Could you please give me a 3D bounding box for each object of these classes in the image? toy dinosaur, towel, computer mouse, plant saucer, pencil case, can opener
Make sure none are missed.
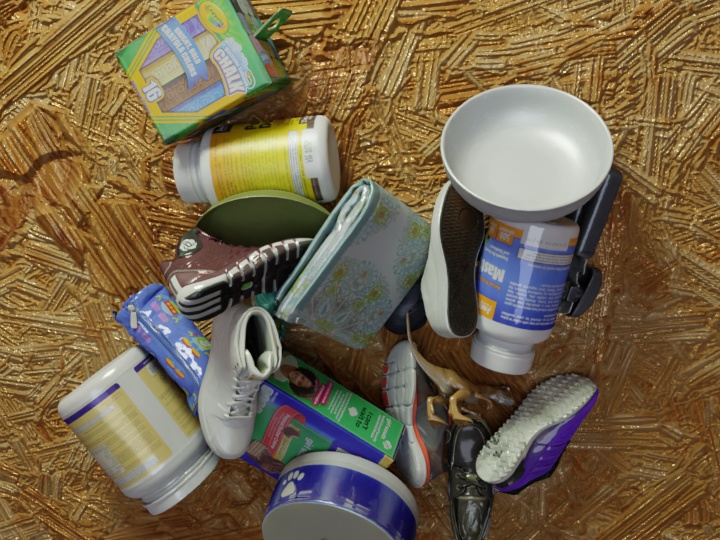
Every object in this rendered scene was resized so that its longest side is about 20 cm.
[{"bbox_3d":[0.116,0.153,0.976,0.199,0.107,0.060,31,141,-20],"label":"toy dinosaur"},{"bbox_3d":[0.000,0.000,0.918,0.200,0.171,0.048,-53,50,6],"label":"towel"},{"bbox_3d":[0.107,0.016,0.974,0.059,0.034,0.200,44,104,-4],"label":"computer mouse"},{"bbox_3d":[-0.114,-0.044,0.934,0.198,0.031,0.200,0,148,0],"label":"plant saucer"},{"bbox_3d":[-0.247,0.104,0.979,0.078,0.087,0.200,-46,75,7],"label":"pencil case"},{"bbox_3d":[0.295,-0.036,0.941,0.067,0.053,0.201,9,107,-29],"label":"can opener"}]

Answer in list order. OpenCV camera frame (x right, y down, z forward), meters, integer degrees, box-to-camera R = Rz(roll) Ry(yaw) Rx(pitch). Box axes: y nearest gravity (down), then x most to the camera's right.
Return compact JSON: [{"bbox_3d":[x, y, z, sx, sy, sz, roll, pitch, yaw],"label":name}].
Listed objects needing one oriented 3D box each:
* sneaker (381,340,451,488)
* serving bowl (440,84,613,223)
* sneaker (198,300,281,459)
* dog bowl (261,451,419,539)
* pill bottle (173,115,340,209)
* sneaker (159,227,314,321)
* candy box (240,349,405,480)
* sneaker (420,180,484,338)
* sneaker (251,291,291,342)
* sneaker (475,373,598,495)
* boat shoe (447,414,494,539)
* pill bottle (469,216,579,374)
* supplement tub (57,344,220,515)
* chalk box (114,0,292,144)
[{"bbox_3d":[0.085,0.194,1.013,0.081,0.077,0.201,-6,93,-31],"label":"sneaker"},{"bbox_3d":[0.197,-0.131,0.874,0.199,0.201,0.066,-1,147,6],"label":"serving bowl"},{"bbox_3d":[-0.146,0.138,0.879,0.073,0.115,0.202,1,90,-27],"label":"sneaker"},{"bbox_3d":[-0.026,0.336,0.959,0.199,0.079,0.201,10,129,12],"label":"dog bowl"},{"bbox_3d":[-0.131,-0.133,0.925,0.199,0.109,0.110,-5,103,7],"label":"pill bottle"},{"bbox_3d":[-0.149,-0.023,0.880,0.116,0.199,0.076,45,139,30],"label":"sneaker"},{"bbox_3d":[-0.064,0.228,0.996,0.199,0.077,0.169,30,128,-2],"label":"candy box"},{"bbox_3d":[0.105,-0.016,0.922,0.072,0.085,0.201,9,82,-25],"label":"sneaker"},{"bbox_3d":[-0.117,0.069,0.973,0.077,0.080,0.201,15,117,-17],"label":"sneaker"},{"bbox_3d":[0.253,0.231,0.998,0.200,0.070,0.100,-42,125,-1],"label":"sneaker"},{"bbox_3d":[0.159,0.305,1.022,0.073,0.065,0.201,-4,102,9],"label":"boat shoe"},{"bbox_3d":[0.200,0.025,0.925,0.111,0.112,0.201,12,106,3],"label":"pill bottle"},{"bbox_3d":[-0.304,0.221,1.013,0.145,0.145,0.200,-34,98,13],"label":"supplement tub"},{"bbox_3d":[-0.168,-0.258,0.892,0.199,0.124,0.124,-25,99,13],"label":"chalk box"}]
